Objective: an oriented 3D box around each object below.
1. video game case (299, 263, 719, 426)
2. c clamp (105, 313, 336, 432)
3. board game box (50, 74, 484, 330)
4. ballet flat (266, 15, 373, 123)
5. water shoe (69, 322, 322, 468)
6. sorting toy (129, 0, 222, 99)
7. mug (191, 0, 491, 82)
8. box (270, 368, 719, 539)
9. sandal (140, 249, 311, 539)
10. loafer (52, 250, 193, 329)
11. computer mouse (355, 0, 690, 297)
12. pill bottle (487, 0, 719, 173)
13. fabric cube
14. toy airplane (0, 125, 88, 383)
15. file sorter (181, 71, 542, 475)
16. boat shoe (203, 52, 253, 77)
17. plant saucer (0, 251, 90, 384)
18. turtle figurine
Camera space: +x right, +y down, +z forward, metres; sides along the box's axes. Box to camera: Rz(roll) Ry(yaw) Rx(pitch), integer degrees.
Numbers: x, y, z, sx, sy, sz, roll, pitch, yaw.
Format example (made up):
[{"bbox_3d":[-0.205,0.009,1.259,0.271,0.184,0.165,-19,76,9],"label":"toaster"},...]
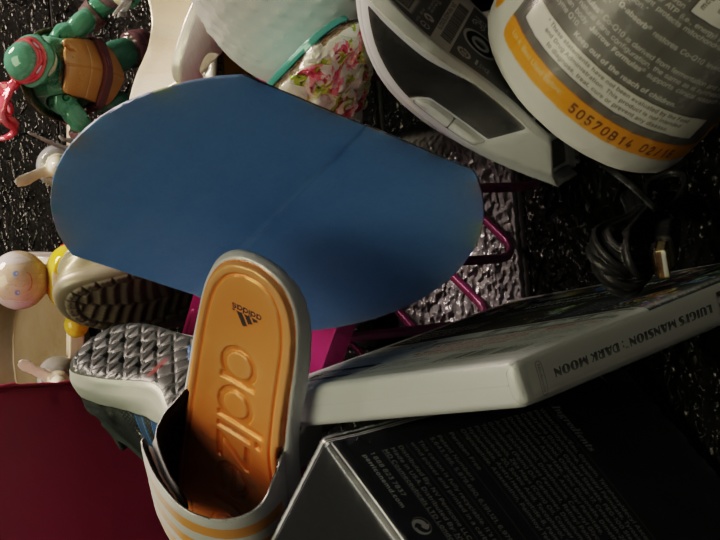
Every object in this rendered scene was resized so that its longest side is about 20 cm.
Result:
[{"bbox_3d":[0.075,0.035,0.713,0.200,0.181,0.023,-14,94,55],"label":"video game case"},{"bbox_3d":[-0.081,0.052,0.992,0.200,0.171,0.027,33,106,33],"label":"c clamp"},{"bbox_3d":[-0.041,-0.040,0.704,0.158,0.199,0.039,-41,39,44],"label":"board game box"},{"bbox_3d":[-0.039,-0.057,0.764,0.064,0.076,0.200,52,142,-1],"label":"ballet flat"},{"bbox_3d":[-0.082,0.083,0.836,0.200,0.071,0.079,18,139,47],"label":"water shoe"},{"bbox_3d":[-0.089,-0.177,0.913,0.200,0.107,0.181,-25,41,67],"label":"sorting toy"},{"bbox_3d":[-0.004,-0.175,0.752,0.199,0.148,0.176,20,144,13],"label":"mug"},{"bbox_3d":[0.054,0.169,0.735,0.124,0.196,0.200,51,133,30],"label":"box"},{"bbox_3d":[-0.071,0.086,0.710,0.079,0.059,0.207,24,128,26],"label":"sandal"},{"bbox_3d":[-0.105,-0.022,0.950,0.068,0.199,0.076,59,151,25],"label":"loafer"},{"bbox_3d":[0.068,-0.069,0.693,0.200,0.110,0.044,40,123,-6],"label":"computer mouse"},{"bbox_3d":[0.152,-0.145,0.636,0.200,0.116,0.117,-49,54,37],"label":"pill bottle"},{"bbox_3d":[-0.210,0.201,0.970,0.199,0.199,0.197,-47,54,43],"label":"fabric cube"},{"bbox_3d":[-0.226,0.000,1.172,0.199,0.141,0.200,-55,51,42],"label":"toy airplane"},{"bbox_3d":[0.000,0.000,0.865,0.139,0.125,0.201,48,129,42],"label":"file sorter"},{"bbox_3d":[-0.079,-0.091,1.022,0.070,0.071,0.201,-30,62,55],"label":"boat shoe"},{"bbox_3d":[-0.292,0.083,1.371,0.200,0.029,0.201,6,97,55],"label":"plant saucer"},{"bbox_3d":[-0.181,-0.138,1.045,0.100,0.200,0.150,13,97,25],"label":"turtle figurine"}]
